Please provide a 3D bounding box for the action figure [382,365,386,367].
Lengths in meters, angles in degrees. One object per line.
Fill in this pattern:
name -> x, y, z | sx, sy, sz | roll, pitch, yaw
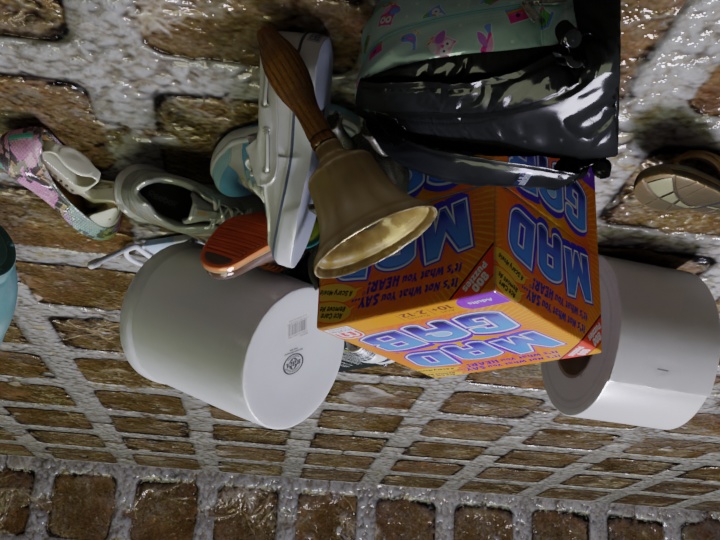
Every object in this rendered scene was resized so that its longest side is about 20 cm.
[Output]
action figure -> 0.023, 0.110, 1.480 | 0.199, 0.070, 0.130 | -8, 165, 37

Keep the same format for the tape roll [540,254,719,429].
tape roll -> 0.329, 0.089, 1.191 | 0.138, 0.205, 0.203 | 10, 158, -14

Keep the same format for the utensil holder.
utensil holder -> -0.141, 0.072, 1.066 | 0.199, 0.171, 0.170 | 17, 170, 38

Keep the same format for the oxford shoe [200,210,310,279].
oxford shoe -> -0.092, -0.024, 0.997 | 0.071, 0.074, 0.200 | 19, -149, 26

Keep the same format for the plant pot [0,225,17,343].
plant pot -> -0.504, 0.005, 1.169 | 0.199, 0.201, 0.134 | 21, 126, -37

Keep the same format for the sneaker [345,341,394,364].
sneaker -> 0.000, 0.000, 1.022 | 0.076, 0.202, 0.080 | -23, 161, 27

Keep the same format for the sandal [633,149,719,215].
sandal -> 0.338, -0.091, 0.949 | 0.199, 0.055, 0.080 | 2, 170, -40

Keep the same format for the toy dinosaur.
toy dinosaur -> 0.011, -0.075, 0.823 | 0.076, 0.202, 0.102 | -3, 159, 40

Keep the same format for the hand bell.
hand bell -> -0.031, -0.106, 0.742 | 0.103, 0.201, 0.104 | -25, 165, -7

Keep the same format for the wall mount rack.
wall mount rack -> -0.236, -0.010, 1.206 | 0.198, 0.075, 0.174 | -8, 154, 25

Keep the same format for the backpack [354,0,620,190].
backpack -> 0.096, -0.150, 0.729 | 0.198, 0.128, 0.167 | 0, 145, 15

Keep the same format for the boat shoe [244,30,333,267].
boat shoe -> -0.067, -0.104, 0.824 | 0.065, 0.202, 0.074 | 11, -167, 11

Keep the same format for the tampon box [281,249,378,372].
tampon box -> -0.006, 0.032, 1.162 | 0.199, 0.151, 0.126 | -12, 158, 35

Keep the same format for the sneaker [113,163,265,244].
sneaker -> -0.164, -0.059, 1.031 | 0.198, 0.076, 0.092 | 13, -176, -24

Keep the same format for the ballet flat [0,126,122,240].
ballet flat -> -0.303, -0.090, 1.031 | 0.071, 0.070, 0.200 | -7, 152, 22

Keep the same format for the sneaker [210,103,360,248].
sneaker -> -0.086, -0.076, 0.939 | 0.079, 0.132, 0.199 | 21, 154, -39

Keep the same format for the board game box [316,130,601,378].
board game box -> 0.100, -0.026, 0.940 | 0.199, 0.202, 0.199 | -14, 152, 37
